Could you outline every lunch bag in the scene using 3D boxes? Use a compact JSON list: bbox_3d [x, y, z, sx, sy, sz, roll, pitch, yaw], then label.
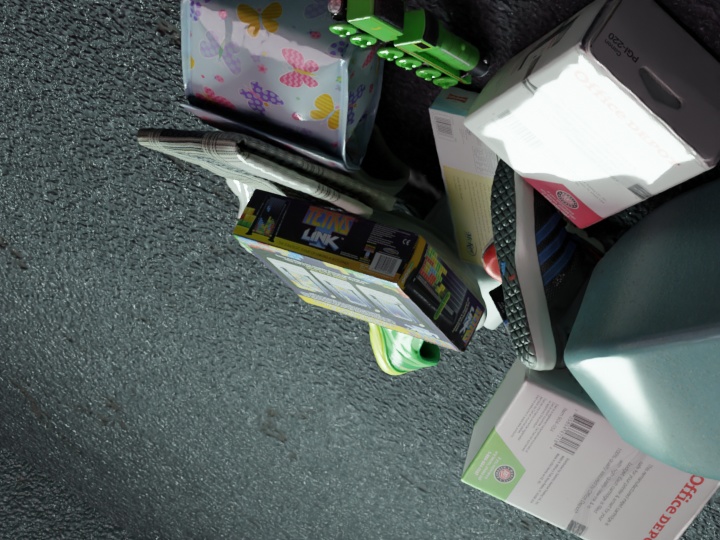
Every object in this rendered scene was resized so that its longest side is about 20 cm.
[{"bbox_3d":[-0.070,-0.177,1.560,0.169,0.127,0.200,22,145,10],"label":"lunch bag"}]

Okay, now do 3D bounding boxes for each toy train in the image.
[{"bbox_3d":[0.044,-0.194,1.431,0.056,0.042,0.200,-6,167,34],"label":"toy train"}]

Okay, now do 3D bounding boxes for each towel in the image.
[{"bbox_3d":[-0.091,-0.090,1.638,0.200,0.035,0.192,20,174,-36],"label":"towel"}]

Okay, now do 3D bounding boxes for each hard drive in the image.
[{"bbox_3d":[0.120,-0.016,1.756,0.132,0.026,0.200,36,155,0],"label":"hard drive"}]

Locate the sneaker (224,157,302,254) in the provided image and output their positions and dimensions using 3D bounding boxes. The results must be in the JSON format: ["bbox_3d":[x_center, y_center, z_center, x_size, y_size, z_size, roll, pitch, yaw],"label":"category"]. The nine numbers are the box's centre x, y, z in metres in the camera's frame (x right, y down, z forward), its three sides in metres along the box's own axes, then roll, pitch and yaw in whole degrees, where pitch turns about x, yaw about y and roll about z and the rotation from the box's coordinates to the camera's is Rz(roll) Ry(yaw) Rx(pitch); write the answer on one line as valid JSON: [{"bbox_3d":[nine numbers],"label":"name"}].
[{"bbox_3d":[-0.091,-0.070,1.878,0.087,0.075,0.200,19,151,23],"label":"sneaker"}]

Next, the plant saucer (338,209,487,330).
[{"bbox_3d":[0.048,-0.012,1.749,0.200,0.050,0.200,27,161,10],"label":"plant saucer"}]

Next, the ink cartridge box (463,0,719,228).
[{"bbox_3d":[0.197,-0.130,1.390,0.146,0.085,0.200,41,157,-10],"label":"ink cartridge box"}]

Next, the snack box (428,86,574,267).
[{"bbox_3d":[0.135,-0.074,1.589,0.116,0.037,0.200,17,142,28],"label":"snack box"}]

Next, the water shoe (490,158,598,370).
[{"bbox_3d":[0.164,-0.014,1.503,0.079,0.201,0.071,-5,178,-16],"label":"water shoe"}]

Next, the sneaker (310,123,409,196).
[{"bbox_3d":[-0.031,-0.141,1.681,0.200,0.074,0.088,35,157,-21],"label":"sneaker"}]

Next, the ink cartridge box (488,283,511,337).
[{"bbox_3d":[0.198,0.097,1.745,0.200,0.039,0.100,49,-168,-44],"label":"ink cartridge box"}]

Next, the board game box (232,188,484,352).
[{"bbox_3d":[0.000,0.000,1.666,0.200,0.057,0.165,17,165,33],"label":"board game box"}]

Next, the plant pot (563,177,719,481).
[{"bbox_3d":[0.286,0.055,1.409,0.200,0.196,0.196,-14,128,38],"label":"plant pot"}]

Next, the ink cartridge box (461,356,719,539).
[{"bbox_3d":[0.214,0.163,1.568,0.200,0.084,0.146,26,127,-4],"label":"ink cartridge box"}]

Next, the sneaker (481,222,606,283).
[{"bbox_3d":[0.204,0.020,1.549,0.200,0.085,0.077,20,129,-1],"label":"sneaker"}]

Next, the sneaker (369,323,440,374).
[{"bbox_3d":[0.043,0.036,1.913,0.083,0.074,0.200,-4,137,18],"label":"sneaker"}]
